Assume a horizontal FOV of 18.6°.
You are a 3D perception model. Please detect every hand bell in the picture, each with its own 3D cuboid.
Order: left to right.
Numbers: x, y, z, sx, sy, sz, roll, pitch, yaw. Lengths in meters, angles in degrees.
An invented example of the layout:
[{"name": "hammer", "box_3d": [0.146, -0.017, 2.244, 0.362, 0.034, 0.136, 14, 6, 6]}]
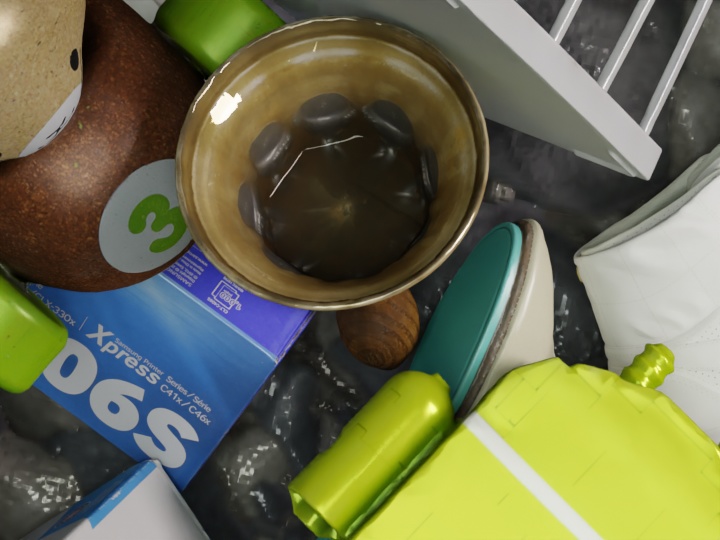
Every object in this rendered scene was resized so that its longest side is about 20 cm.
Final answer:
[{"name": "hand bell", "box_3d": [0.000, 0.000, 0.805, 0.103, 0.200, 0.105, -2, 68, 5]}]

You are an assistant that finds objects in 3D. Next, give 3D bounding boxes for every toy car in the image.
[{"name": "toy car", "box_3d": [-0.117, -0.062, 0.718, 0.158, 0.200, 0.164, 41, 88, -1]}]

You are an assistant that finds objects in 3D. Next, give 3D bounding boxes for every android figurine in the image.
[{"name": "android figurine", "box_3d": [0.063, 0.116, 0.812, 0.182, 0.041, 0.200, 43, 84, 3]}]

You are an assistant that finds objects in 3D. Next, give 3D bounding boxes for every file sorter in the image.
[{"name": "file sorter", "box_3d": [0.035, -0.137, 0.758, 0.138, 0.200, 0.125, 25, 86, 31]}]

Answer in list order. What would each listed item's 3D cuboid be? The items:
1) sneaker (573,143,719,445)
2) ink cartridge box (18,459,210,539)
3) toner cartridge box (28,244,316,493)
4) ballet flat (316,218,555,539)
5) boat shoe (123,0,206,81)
[{"name": "sneaker", "box_3d": [0.183, -0.006, 0.848, 0.199, 0.074, 0.116, -21, 98, 8]}, {"name": "ink cartridge box", "box_3d": [-0.141, 0.190, 0.854, 0.199, 0.129, 0.126, -34, 94, 22]}, {"name": "toner cartridge box", "box_3d": [-0.123, -0.007, 0.863, 0.200, 0.043, 0.095, 36, 130, -1]}, {"name": "ballet flat", "box_3d": [0.037, 0.075, 0.880, 0.069, 0.069, 0.201, 30, 100, 0]}, {"name": "boat shoe", "box_3d": [-0.115, -0.097, 0.864, 0.068, 0.072, 0.200, -43, 102, 7]}]
